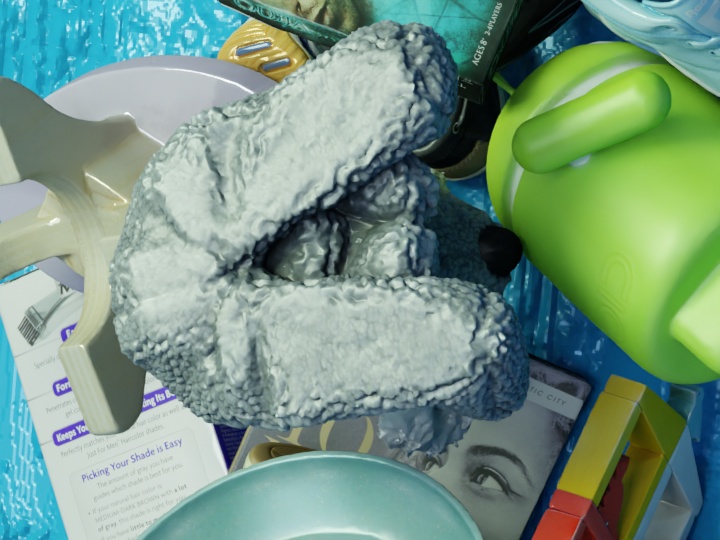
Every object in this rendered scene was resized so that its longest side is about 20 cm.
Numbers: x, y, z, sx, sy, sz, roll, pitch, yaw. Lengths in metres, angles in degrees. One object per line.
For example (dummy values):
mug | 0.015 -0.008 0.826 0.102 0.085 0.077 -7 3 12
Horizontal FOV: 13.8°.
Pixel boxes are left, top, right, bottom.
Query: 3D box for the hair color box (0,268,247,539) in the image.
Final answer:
hair color box | -0.110 0.084 1.576 0.109 0.065 0.201 -22 82 27

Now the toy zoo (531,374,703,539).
toy zoo | 0.112 0.138 1.383 0.020 0.131 0.201 17 69 27

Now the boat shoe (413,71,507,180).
boat shoe | 0.025 -0.144 1.496 0.074 0.062 0.201 -17 81 30

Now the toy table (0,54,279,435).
toy table | -0.124 -0.026 1.458 0.199 0.117 0.184 -22 101 37

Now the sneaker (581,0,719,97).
sneaker | 0.152 -0.114 1.292 0.199 0.082 0.074 25 106 -8

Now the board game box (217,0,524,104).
board game box | 0.031 -0.190 1.391 0.135 0.028 0.201 20 72 8

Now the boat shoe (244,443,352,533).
boat shoe | 0.021 0.156 1.454 0.199 0.072 0.065 31 108 -9

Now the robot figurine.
robot figurine | 0.137 -0.028 1.370 0.116 0.175 0.200 -51 51 8

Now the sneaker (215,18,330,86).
sneaker | -0.012 -0.043 1.516 0.075 0.088 0.201 -1 114 24

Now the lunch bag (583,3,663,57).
lunch bag | 0.190 -0.186 1.357 0.160 0.077 0.201 18 100 -5

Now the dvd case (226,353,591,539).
dvd case | 0.008 0.116 1.493 0.148 0.016 0.201 24 101 -3

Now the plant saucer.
plant saucer | -0.031 0.171 1.340 0.199 0.036 0.201 -13 44 13

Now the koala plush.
koala plush | 0.000 0.000 1.357 0.183 0.200 0.178 -17 80 19

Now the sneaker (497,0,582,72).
sneaker | 0.093 -0.172 1.439 0.075 0.079 0.200 39 79 19
